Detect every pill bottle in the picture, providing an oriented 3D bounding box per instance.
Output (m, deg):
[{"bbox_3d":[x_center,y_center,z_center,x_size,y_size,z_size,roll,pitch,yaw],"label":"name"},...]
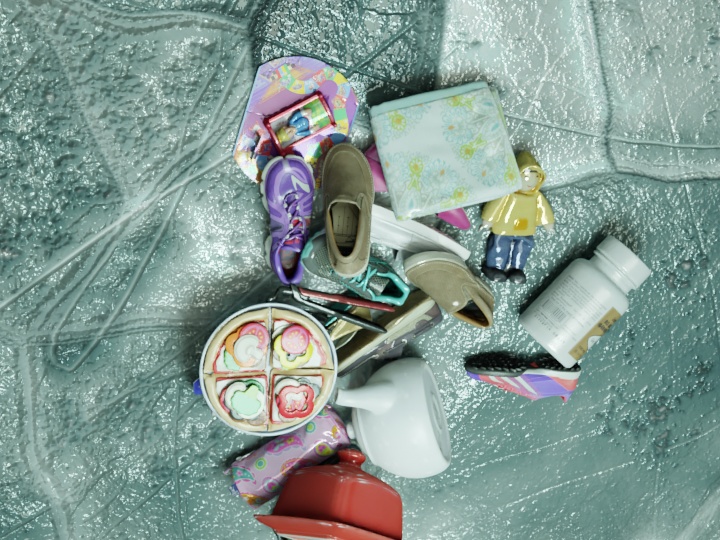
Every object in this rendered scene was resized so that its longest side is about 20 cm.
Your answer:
[{"bbox_3d":[0.356,0.046,1.608,0.114,0.114,0.200,41,96,-22],"label":"pill bottle"}]

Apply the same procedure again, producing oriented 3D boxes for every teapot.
[{"bbox_3d":[0.051,0.237,1.579,0.146,0.197,0.200,-15,98,12],"label":"teapot"}]

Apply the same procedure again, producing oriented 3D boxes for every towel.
[{"bbox_3d":[0.124,-0.175,1.473,0.199,0.048,0.172,-14,85,-13],"label":"towel"}]

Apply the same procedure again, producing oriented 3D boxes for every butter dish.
[{"bbox_3d":[-0.025,0.342,1.536,0.200,0.199,0.148,28,64,-38],"label":"butter dish"}]

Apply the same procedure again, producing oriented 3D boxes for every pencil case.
[{"bbox_3d":[-0.113,0.290,1.600,0.200,0.087,0.088,-34,113,1],"label":"pencil case"}]

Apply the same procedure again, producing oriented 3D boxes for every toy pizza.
[{"bbox_3d":[-0.129,0.145,1.458,0.200,0.032,0.201,-3,104,-12],"label":"toy pizza"}]

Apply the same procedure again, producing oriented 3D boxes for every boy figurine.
[{"bbox_3d":[0.247,-0.082,1.567,0.124,0.064,0.200,8,110,-13],"label":"boy figurine"}]

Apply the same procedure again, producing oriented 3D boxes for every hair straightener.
[{"bbox_3d":[-0.049,0.069,1.497,0.200,0.041,0.077,12,99,-25],"label":"hair straightener"}]

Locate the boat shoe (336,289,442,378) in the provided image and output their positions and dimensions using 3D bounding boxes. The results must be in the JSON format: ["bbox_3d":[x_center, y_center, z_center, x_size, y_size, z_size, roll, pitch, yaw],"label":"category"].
[{"bbox_3d":[0.042,0.109,1.581,0.200,0.072,0.065,-37,108,-5],"label":"boat shoe"}]

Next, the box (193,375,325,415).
[{"bbox_3d":[-0.150,0.177,1.538,0.199,0.119,0.042,-8,67,-11],"label":"box"}]

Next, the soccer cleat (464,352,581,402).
[{"bbox_3d":[0.261,0.179,1.660,0.199,0.068,0.073,3,112,-16],"label":"soccer cleat"}]

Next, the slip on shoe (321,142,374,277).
[{"bbox_3d":[-0.021,-0.092,1.425,0.076,0.061,0.201,-1,71,7],"label":"slip on shoe"}]

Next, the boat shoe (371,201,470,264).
[{"bbox_3d":[0.068,-0.045,1.530,0.200,0.072,0.069,21,99,-19],"label":"boat shoe"}]

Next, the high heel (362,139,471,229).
[{"bbox_3d":[0.070,-0.105,1.510,0.200,0.067,0.096,41,86,-17],"label":"high heel"}]

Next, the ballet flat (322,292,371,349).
[{"bbox_3d":[-0.069,0.110,1.558,0.200,0.069,0.063,-31,120,0],"label":"ballet flat"}]

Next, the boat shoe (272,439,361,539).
[{"bbox_3d":[-0.068,0.358,1.645,0.200,0.062,0.075,-43,110,3],"label":"boat shoe"}]

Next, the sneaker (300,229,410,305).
[{"bbox_3d":[0.000,0.000,1.488,0.200,0.091,0.078,20,99,-45],"label":"sneaker"}]

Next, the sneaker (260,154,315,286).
[{"bbox_3d":[-0.096,-0.069,1.467,0.080,0.083,0.200,-8,120,-13],"label":"sneaker"}]

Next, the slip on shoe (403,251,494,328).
[{"bbox_3d":[0.138,0.032,1.532,0.076,0.061,0.200,-24,145,26],"label":"slip on shoe"}]

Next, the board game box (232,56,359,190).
[{"bbox_3d":[-0.088,-0.202,1.459,0.158,0.039,0.200,15,105,-17],"label":"board game box"}]
